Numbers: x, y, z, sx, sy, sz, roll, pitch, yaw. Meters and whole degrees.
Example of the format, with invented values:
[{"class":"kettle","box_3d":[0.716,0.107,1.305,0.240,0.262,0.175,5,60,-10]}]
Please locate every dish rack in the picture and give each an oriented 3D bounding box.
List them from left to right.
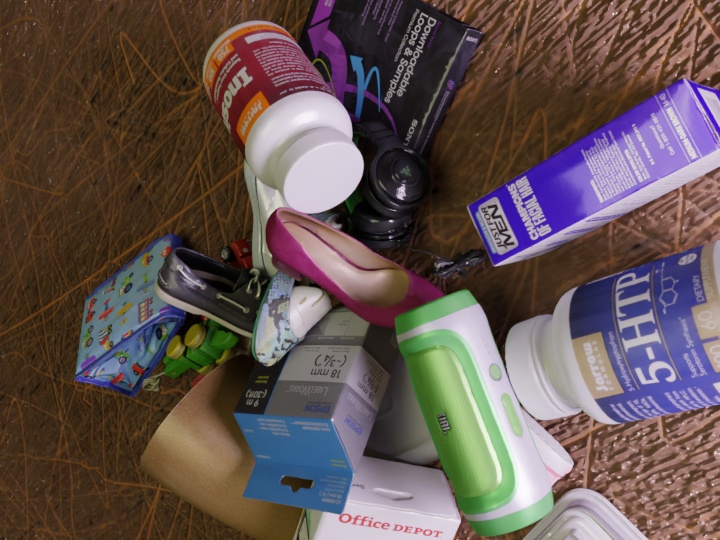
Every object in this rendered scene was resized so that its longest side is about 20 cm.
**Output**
[{"class":"dish rack","box_3d":[0.214,0.332,0.690,0.172,0.043,0.201,44,122,23]}]

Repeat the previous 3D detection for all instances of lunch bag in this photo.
[{"class":"lunch bag","box_3d":[-0.302,0.051,0.991,0.200,0.094,0.151,-43,40,28]}]

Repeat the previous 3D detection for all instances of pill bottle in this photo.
[{"class":"pill bottle","box_3d":[-0.078,-0.156,0.729,0.113,0.112,0.200,-56,50,30]},{"class":"pill bottle","box_3d":[0.227,0.060,0.588,0.199,0.119,0.121,-24,82,38]}]

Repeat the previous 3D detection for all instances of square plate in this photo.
[{"class":"square plate","box_3d":[0.016,0.139,0.824,0.200,0.028,0.199,-34,76,36]}]

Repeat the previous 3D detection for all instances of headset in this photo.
[{"class":"headset","box_3d":[0.042,-0.071,0.742,0.201,0.093,0.124,57,151,28]}]

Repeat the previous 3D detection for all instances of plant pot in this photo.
[{"class":"plant pot","box_3d":[-0.130,0.237,0.874,0.200,0.186,0.187,38,119,13]}]

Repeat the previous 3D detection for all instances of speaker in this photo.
[{"class":"speaker","box_3d":[0.099,0.123,0.635,0.088,0.088,0.201,-26,81,37]}]

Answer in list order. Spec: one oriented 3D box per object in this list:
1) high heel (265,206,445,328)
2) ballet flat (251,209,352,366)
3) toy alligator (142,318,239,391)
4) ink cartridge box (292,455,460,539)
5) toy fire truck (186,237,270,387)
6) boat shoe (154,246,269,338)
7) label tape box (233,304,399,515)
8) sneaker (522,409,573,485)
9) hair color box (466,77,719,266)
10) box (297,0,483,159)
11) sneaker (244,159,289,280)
[{"class":"high heel","box_3d":[0.000,0.000,0.695,0.199,0.096,0.068,16,65,2]},{"class":"ballet flat","box_3d":[-0.056,0.011,0.768,0.074,0.074,0.201,-10,51,38]},{"class":"toy alligator","box_3d":[-0.220,0.102,0.927,0.199,0.059,0.055,-29,39,36]},{"class":"ink cartridge box","box_3d":[0.003,0.308,0.779,0.084,0.144,0.201,-107,32,-65]},{"class":"toy fire truck","box_3d":[-0.173,0.066,0.947,0.200,0.049,0.142,-40,73,34]},{"class":"boat shoe","box_3d":[-0.141,0.028,0.849,0.199,0.073,0.063,19,119,-8]},{"class":"label tape box","box_3d":[-0.054,0.137,0.746,0.143,0.063,0.201,-6,49,38]},{"class":"sneaker","box_3d":[0.104,0.154,0.716,0.200,0.075,0.105,45,104,20]},{"class":"hair color box","box_3d":[0.201,-0.076,0.594,0.200,0.109,0.065,-32,77,36]},{"class":"box","box_3d":[0.017,-0.227,0.761,0.200,0.036,0.144,37,118,26]},{"class":"sneaker","box_3d":[-0.089,-0.084,0.853,0.070,0.073,0.202,8,111,28]}]
